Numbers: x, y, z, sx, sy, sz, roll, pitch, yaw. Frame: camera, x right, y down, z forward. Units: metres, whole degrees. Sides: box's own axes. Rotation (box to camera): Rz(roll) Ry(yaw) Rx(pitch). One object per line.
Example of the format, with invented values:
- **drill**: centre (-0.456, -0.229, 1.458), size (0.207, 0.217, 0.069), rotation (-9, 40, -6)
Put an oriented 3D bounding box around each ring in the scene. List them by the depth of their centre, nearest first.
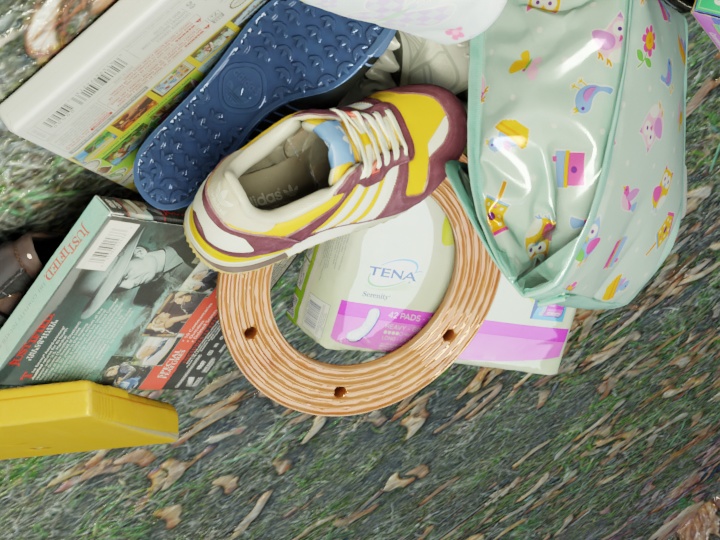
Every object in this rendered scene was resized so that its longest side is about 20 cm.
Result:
- **ring**: centre (0.000, 0.000, 1.372), size (0.200, 0.019, 0.201), rotation (-11, 118, -21)

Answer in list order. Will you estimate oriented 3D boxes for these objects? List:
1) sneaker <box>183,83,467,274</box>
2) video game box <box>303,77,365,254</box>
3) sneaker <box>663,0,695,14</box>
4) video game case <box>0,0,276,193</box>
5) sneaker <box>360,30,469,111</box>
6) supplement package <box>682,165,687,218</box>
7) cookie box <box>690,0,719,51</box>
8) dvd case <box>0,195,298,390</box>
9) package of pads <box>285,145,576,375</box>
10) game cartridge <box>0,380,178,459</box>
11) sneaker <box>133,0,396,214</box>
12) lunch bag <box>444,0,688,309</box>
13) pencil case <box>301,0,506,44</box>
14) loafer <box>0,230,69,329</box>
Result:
- **sneaker**: centre (-0.007, -0.064, 1.259), size (0.200, 0.075, 0.090), rotation (-30, 171, -27)
- **video game box**: centre (0.036, -0.106, 1.537), size (0.200, 0.047, 0.182), rotation (-31, 158, -14)
- **sneaker**: centre (0.224, -0.218, 1.527), size (0.076, 0.091, 0.200), rotation (-46, 159, 22)
- **video game case**: centre (-0.100, -0.133, 1.291), size (0.200, 0.023, 0.182), rotation (-40, 160, 9)
- **sneaker**: centre (0.048, -0.161, 1.350), size (0.075, 0.081, 0.200), rotation (-57, 164, -21)
- **supplement package**: centre (0.129, -0.045, 1.595), size (0.200, 0.117, 0.117), rotation (-35, 162, -2)
- **cookie box**: centre (0.306, -0.241, 1.489), size (0.171, 0.075, 0.201), rotation (26, 80, -68)
- **dvd case**: centre (-0.136, 0.019, 1.386), size (0.200, 0.022, 0.146), rotation (4, 129, -54)
- **package of pads**: centre (0.064, -0.018, 1.446), size (0.199, 0.068, 0.155), rotation (7, 109, -29)
- **game cartridge**: centre (-0.233, 0.102, 1.446), size (0.176, 0.033, 0.200), rotation (-7, 169, 10)
- **sneaker**: centre (-0.052, -0.109, 1.306), size (0.200, 0.070, 0.078), rotation (-39, 171, 11)
- **lunch bag**: centre (0.131, -0.074, 1.318), size (0.122, 0.201, 0.170), rotation (3, 177, 22)
- **pencil case**: centre (-0.005, -0.184, 1.169), size (0.091, 0.083, 0.200), rotation (-25, 153, 39)
- **loafer**: centre (-0.175, 0.009, 1.402), size (0.063, 0.072, 0.200), rotation (-32, 161, 27)
